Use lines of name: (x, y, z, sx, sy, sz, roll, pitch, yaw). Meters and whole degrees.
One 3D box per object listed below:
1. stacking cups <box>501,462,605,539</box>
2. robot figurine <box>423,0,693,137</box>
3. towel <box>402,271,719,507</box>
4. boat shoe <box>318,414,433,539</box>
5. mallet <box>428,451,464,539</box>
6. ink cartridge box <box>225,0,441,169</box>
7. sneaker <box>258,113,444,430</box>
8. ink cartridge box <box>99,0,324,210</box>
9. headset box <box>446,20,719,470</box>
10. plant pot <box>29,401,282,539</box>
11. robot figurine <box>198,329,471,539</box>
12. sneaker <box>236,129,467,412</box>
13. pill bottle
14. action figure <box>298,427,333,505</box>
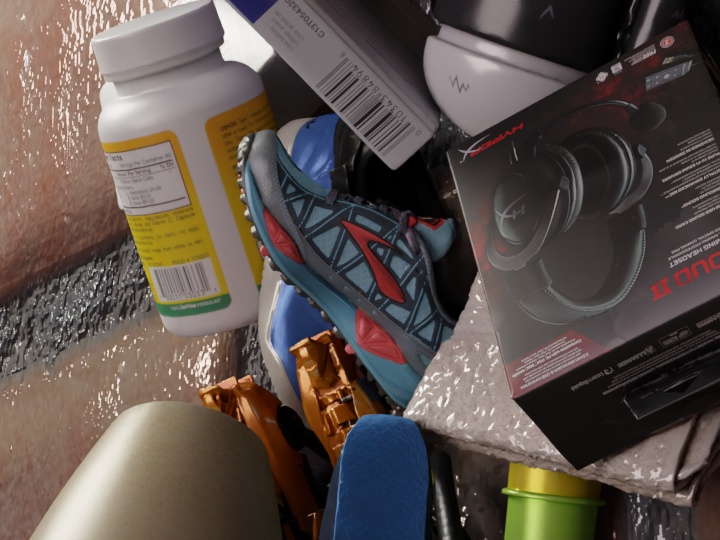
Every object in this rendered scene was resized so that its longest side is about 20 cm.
stacking cups: (0.094, 0.180, 1.169, 0.060, 0.060, 0.200, 5, 84, 54)
robot figurine: (0.111, -0.162, 1.192, 0.150, 0.125, 0.200, -100, 28, -80)
towel: (0.120, 0.047, 1.130, 0.200, 0.034, 0.133, 9, 62, 43)
boat shoe: (0.009, 0.179, 1.140, 0.069, 0.084, 0.200, 93, -168, -69)
mallet: (0.053, 0.184, 1.178, 0.200, 0.041, 0.066, -102, 20, -56)
ink cartridge box: (-0.030, -0.165, 1.257, 0.043, 0.196, 0.200, -43, 12, 16)
sneaker: (-0.001, 0.000, 1.334, 0.111, 0.077, 0.200, -5, 82, 47)
ink cartridge box: (-0.099, -0.132, 1.510, 0.200, 0.068, 0.115, -40, 51, 39)
headset box: (0.139, -0.007, 1.078, 0.149, 0.077, 0.200, -28, 43, 17)
plant pot: (-0.115, 0.179, 1.185, 0.187, 0.187, 0.200, -32, 37, 45)
robot figurine: (-0.018, 0.145, 1.276, 0.145, 0.058, 0.200, -27, 78, 23)
sneaker: (0.010, -0.014, 1.258, 0.095, 0.200, 0.079, -35, 17, 17)
pill bottle: (-0.105, -0.068, 1.395, 0.113, 0.113, 0.200, 0, 112, 53)
action figure: (-0.082, 0.188, 1.392, 0.200, 0.069, 0.130, -47, 31, 27)
